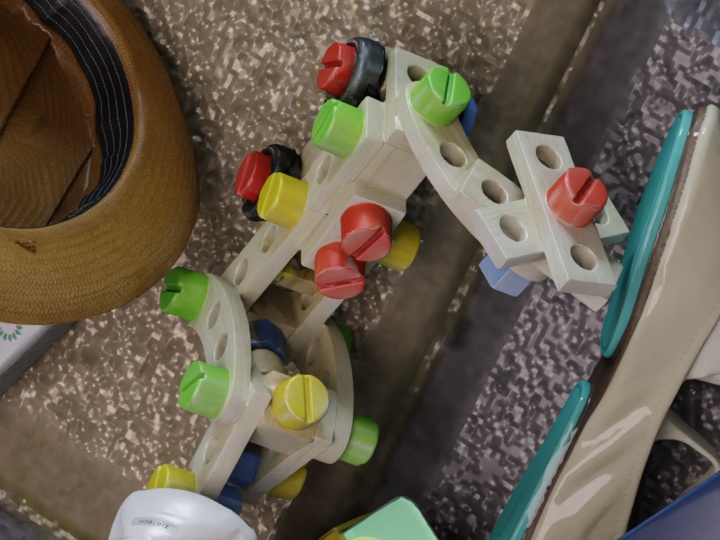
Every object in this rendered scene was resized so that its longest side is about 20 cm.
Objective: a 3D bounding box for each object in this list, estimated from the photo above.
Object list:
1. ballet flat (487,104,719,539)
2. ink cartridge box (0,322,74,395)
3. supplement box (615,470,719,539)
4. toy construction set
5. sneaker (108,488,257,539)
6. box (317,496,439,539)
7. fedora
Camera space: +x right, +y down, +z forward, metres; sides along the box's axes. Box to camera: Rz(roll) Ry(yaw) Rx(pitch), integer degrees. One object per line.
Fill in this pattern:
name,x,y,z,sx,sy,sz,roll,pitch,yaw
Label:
ballet flat,0.103,0.041,1.040,0.069,0.069,0.200,29,108,18
ink cartridge box,-0.230,-0.002,1.183,0.200,0.043,0.196,-42,81,22
supplement box,0.145,0.163,0.900,0.200,0.134,0.200,-37,77,22
toy construction set,0.000,0.000,1.038,0.200,0.092,0.131,-34,38,32
sneaker,-0.066,0.177,1.040,0.075,0.081,0.200,3,118,28
box,-0.020,0.171,1.099,0.200,0.048,0.117,-36,82,32
fedora,-0.152,-0.049,1.069,0.082,0.201,0.201,-40,80,37
